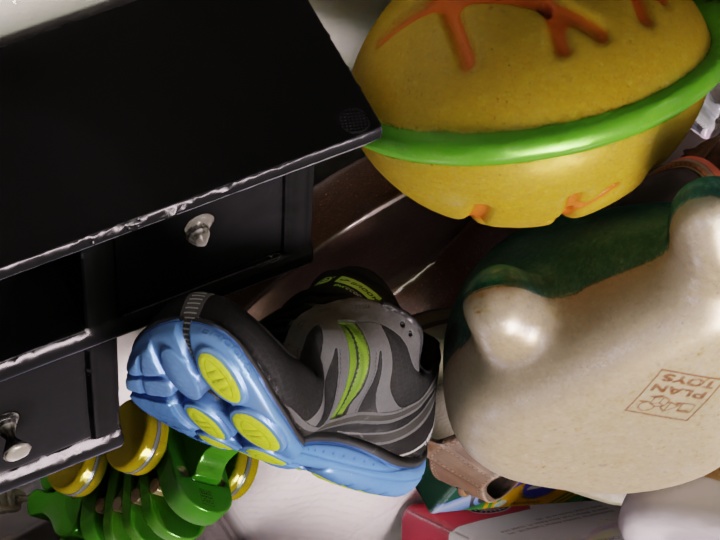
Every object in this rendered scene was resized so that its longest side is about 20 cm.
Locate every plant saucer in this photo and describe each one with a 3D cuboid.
[{"bbox_3d":[0.000,0.000,1.251,0.200,0.035,0.200,-30,161,-12],"label":"plant saucer"}]

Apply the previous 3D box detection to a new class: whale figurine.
[{"bbox_3d":[0.112,0.009,1.162,0.159,0.104,0.200,10,147,-21],"label":"whale figurine"}]

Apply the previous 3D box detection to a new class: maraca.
[{"bbox_3d":[0.080,-0.080,1.134,0.200,0.137,0.107,-26,123,-36],"label":"maraca"}]

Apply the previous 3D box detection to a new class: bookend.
[{"bbox_3d":[-0.105,0.003,1.135,0.198,0.092,0.200,-21,150,-17],"label":"bookend"}]

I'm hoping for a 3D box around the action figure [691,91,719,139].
[{"bbox_3d":[0.202,-0.105,1.230,0.199,0.134,0.149,-8,117,10],"label":"action figure"}]

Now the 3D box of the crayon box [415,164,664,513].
[{"bbox_3d":[0.118,0.035,1.420,0.125,0.052,0.200,-1,139,-41],"label":"crayon box"}]

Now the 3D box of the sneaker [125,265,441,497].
[{"bbox_3d":[-0.025,0.033,1.127,0.199,0.071,0.083,24,83,-63],"label":"sneaker"}]

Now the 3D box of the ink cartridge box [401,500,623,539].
[{"bbox_3d":[0.133,0.169,1.485,0.147,0.200,0.086,-7,107,-31],"label":"ink cartridge box"}]

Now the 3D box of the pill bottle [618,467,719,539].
[{"bbox_3d":[0.201,0.049,1.280,0.200,0.114,0.114,-61,157,-20],"label":"pill bottle"}]

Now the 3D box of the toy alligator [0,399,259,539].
[{"bbox_3d":[-0.105,0.097,1.239,0.059,0.054,0.200,21,150,-37],"label":"toy alligator"}]

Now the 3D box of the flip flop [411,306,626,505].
[{"bbox_3d":[0.066,0.071,1.273,0.200,0.058,0.081,20,129,-33],"label":"flip flop"}]

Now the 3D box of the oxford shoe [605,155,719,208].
[{"bbox_3d":[0.090,0.024,1.305,0.072,0.071,0.200,-13,153,-48],"label":"oxford shoe"}]

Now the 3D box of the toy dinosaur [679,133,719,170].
[{"bbox_3d":[0.192,0.029,1.373,0.106,0.201,0.060,-19,-173,-21],"label":"toy dinosaur"}]
